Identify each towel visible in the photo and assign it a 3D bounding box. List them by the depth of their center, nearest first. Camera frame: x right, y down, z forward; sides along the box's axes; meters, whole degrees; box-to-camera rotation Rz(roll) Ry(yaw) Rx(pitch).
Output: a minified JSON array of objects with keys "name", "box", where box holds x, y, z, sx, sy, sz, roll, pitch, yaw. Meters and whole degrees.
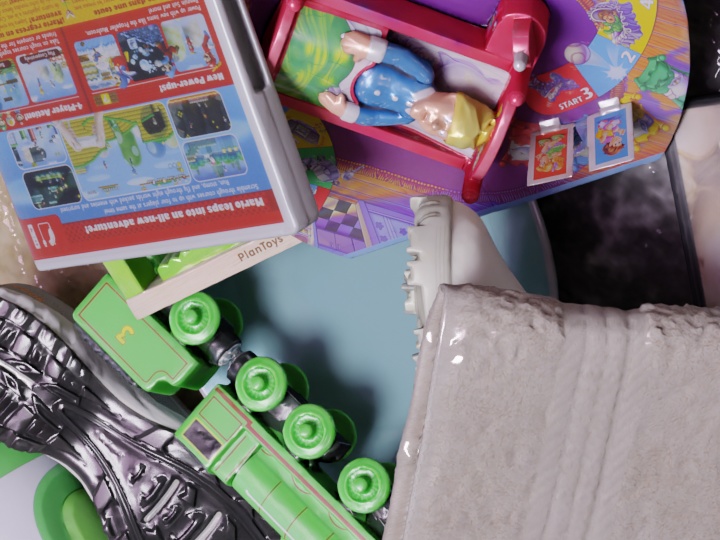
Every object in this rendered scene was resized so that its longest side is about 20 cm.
[{"name":"towel","box":[0.076,0.097,0.946,0.132,0.035,0.201,5,118,-10]}]

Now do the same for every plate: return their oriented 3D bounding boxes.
[{"name":"plate","box":[0.000,0.000,1.069,0.200,0.026,0.201,10,107,33]}]

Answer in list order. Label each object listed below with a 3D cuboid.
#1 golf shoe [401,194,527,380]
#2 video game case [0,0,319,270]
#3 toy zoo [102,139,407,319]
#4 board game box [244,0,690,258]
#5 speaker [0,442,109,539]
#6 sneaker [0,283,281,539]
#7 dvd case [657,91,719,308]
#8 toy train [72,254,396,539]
[{"name":"golf shoe","box":[0.079,0.046,0.975,0.097,0.078,0.200,-15,126,15]},{"name":"video game case","box":[-0.103,-0.101,0.959,0.143,0.017,0.201,-7,108,41]},{"name":"toy zoo","box":[-0.083,-0.092,1.010,0.131,0.020,0.200,-25,104,22]},{"name":"board game box","box":[0.018,-0.070,0.940,0.199,0.039,0.158,-18,124,20]},{"name":"speaker","box":[-0.115,0.171,1.157,0.088,0.088,0.200,-43,77,35]},{"name":"sneaker","box":[-0.097,0.075,1.137,0.200,0.079,0.074,44,107,-1]},{"name":"dvd case","box":[0.189,0.027,0.947,0.142,0.018,0.201,-7,99,36]},{"name":"toy train","box":[-0.040,0.066,1.067,0.200,0.042,0.056,44,96,18]}]
